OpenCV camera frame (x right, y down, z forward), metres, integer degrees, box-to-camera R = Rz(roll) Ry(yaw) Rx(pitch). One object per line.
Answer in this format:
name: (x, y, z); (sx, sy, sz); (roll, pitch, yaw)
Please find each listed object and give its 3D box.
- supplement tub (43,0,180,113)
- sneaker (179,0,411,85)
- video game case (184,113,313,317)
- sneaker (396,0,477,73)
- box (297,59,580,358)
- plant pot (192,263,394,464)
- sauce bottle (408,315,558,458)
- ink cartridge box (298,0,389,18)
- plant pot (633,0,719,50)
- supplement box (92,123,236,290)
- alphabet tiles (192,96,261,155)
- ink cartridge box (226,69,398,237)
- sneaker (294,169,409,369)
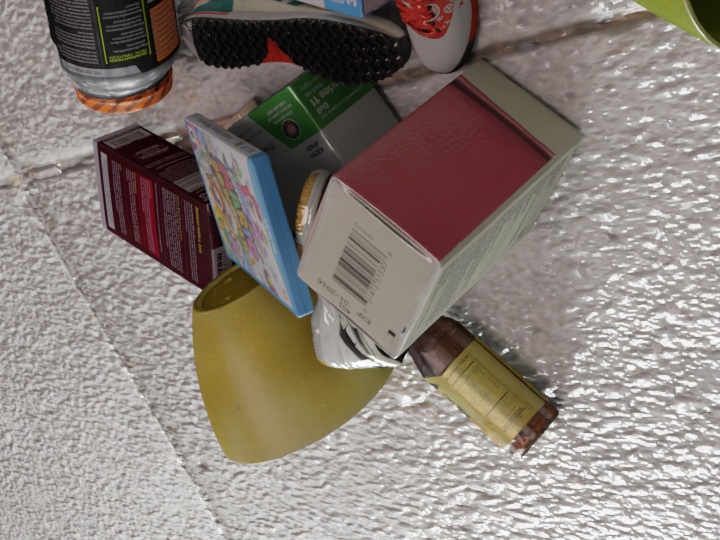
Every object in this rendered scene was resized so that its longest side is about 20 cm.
supplement tub: (-0.232, -0.255, 1.264); (0.122, 0.122, 0.201); (25, 137, 29)
sneaker: (-0.048, -0.216, 1.144); (0.198, 0.094, 0.071); (7, 145, 18)
video game case: (-0.100, -0.053, 1.197); (0.200, 0.018, 0.144); (34, 143, 62)
sneaker: (0.037, -0.219, 1.027); (0.067, 0.108, 0.203); (28, 139, 26)
box: (0.061, -0.051, 1.073); (0.109, 0.200, 0.128); (39, 142, 13)
plant pot: (-0.084, 0.068, 1.321); (0.199, 0.200, 0.143); (-7, 122, 48)
sauce bottle: (0.094, 0.089, 1.282); (0.200, 0.066, 0.066); (42, 143, 13)
ink cartridge box: (-0.062, -0.288, 1.102); (0.199, 0.068, 0.116); (22, 136, 32)
plant pot: (0.179, -0.247, 0.822); (0.200, 0.186, 0.188); (33, 143, 45)
supplement box: (-0.193, -0.065, 1.411); (0.199, 0.061, 0.110); (30, 133, 38)
alphabet tiles: (-0.084, -0.060, 1.380); (0.201, 0.008, 0.167); (53, 143, -4)
ink cartridge box: (-0.017, -0.078, 1.229); (0.201, 0.083, 0.146); (54, 144, -8)
sneaker: (0.000, 0.000, 1.168); (0.087, 0.076, 0.201); (7, 132, 21)
